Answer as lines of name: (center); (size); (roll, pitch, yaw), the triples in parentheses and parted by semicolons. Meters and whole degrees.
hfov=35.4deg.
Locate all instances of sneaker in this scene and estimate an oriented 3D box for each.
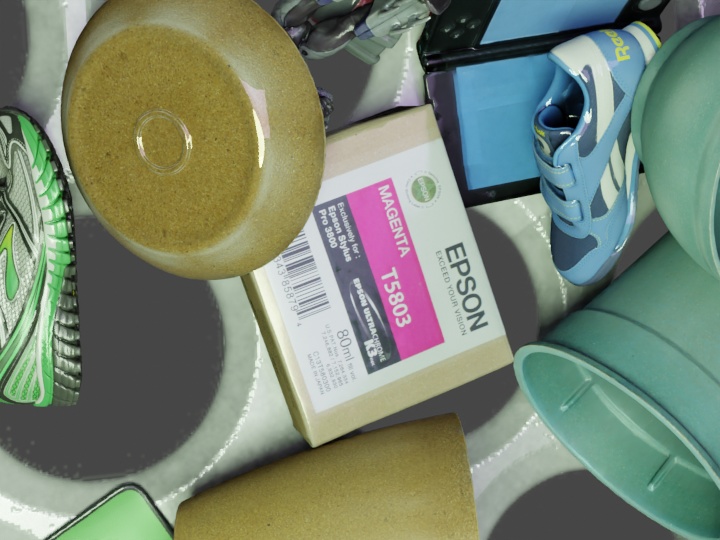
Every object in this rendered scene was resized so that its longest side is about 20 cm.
sneaker: (0.156, -0.080, 0.814); (0.082, 0.074, 0.201); (-8, 120, -22)
sneaker: (-0.229, -0.007, 0.741); (0.085, 0.078, 0.202); (-3, 96, -15)

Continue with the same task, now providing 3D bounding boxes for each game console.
game console: (0.153, -0.146, 0.818); (0.199, 0.173, 0.119); (-12, 72, -15)

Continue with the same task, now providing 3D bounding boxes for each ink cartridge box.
ink cartridge box: (0.000, 0.000, 0.807); (0.164, 0.075, 0.201); (-22, 99, -11)

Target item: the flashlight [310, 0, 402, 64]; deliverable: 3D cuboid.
flashlight: (-0.056, -0.219, 0.771); (0.199, 0.068, 0.068); (30, 121, -21)

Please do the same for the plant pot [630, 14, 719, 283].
plant pot: (0.262, -0.091, 0.730); (0.199, 0.134, 0.202); (-12, 120, -22)

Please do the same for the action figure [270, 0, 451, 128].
action figure: (-0.042, -0.158, 0.740); (0.130, 0.199, 0.070); (41, 43, -31)

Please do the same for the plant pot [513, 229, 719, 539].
plant pot: (0.251, 0.061, 0.832); (0.196, 0.200, 0.200); (-45, 105, -16)

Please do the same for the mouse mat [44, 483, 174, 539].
mouse mat: (-0.175, 0.275, 0.819); (0.160, 0.008, 0.201); (-35, 104, -10)

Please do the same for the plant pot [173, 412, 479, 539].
plant pot: (-0.024, 0.200, 0.777); (0.198, 0.186, 0.188); (-5, 96, -2)

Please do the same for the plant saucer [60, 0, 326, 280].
plant saucer: (-0.119, -0.086, 0.724); (0.199, 0.035, 0.202); (7, 109, 22)
